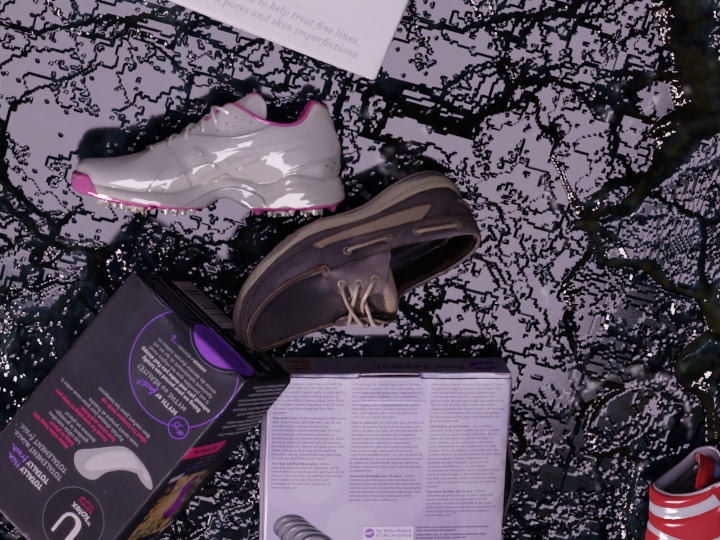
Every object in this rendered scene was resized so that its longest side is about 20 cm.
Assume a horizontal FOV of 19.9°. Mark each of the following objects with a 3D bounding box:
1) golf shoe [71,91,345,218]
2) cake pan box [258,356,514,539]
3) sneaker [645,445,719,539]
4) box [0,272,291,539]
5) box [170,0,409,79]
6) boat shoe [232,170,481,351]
[{"bbox_3d":[-0.110,-0.085,1.490,0.199,0.075,0.092,0,98,-13],"label":"golf shoe"},{"bbox_3d":[0.021,0.158,1.578,0.199,0.052,0.185,-1,108,-5],"label":"cake pan box"},{"bbox_3d":[0.320,0.191,1.604,0.199,0.071,0.113,-7,110,-1],"label":"sneaker"},{"bbox_3d":[-0.167,0.114,1.499,0.122,0.106,0.200,43,100,14],"label":"box"},{"bbox_3d":[-0.046,-0.266,1.406,0.198,0.131,0.200,21,103,-10],"label":"box"},{"bbox_3d":[0.000,0.000,1.485,0.200,0.073,0.075,-33,139,-12],"label":"boat shoe"}]
